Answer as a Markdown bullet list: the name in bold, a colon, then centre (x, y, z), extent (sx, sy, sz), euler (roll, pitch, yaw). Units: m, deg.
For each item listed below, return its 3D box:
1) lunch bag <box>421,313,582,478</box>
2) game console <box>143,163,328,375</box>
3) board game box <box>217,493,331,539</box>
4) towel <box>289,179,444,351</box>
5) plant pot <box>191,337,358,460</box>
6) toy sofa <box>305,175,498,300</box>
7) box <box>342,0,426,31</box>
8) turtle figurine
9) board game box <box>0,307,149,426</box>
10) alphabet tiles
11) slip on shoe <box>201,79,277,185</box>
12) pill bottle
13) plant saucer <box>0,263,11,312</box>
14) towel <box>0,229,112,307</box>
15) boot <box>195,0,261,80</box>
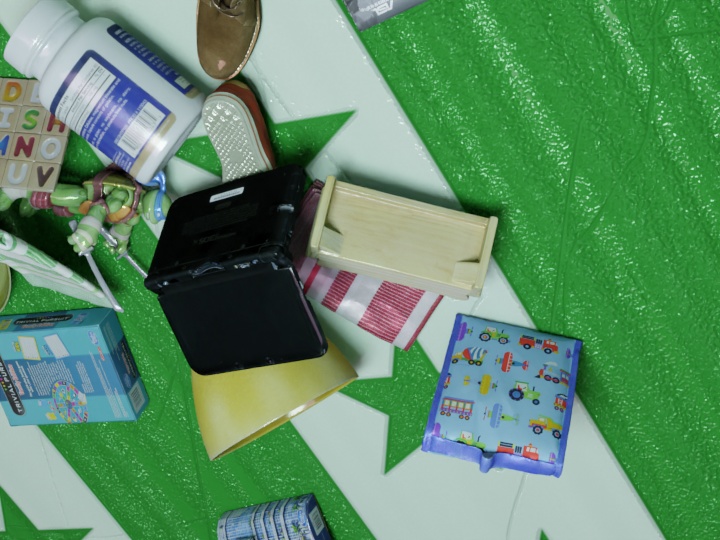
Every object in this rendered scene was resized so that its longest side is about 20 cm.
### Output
- **lunch bag**: centre (0.157, 0.150, 1.206), extent (0.149, 0.200, 0.095), euler (12, 122, 10)
- **game console**: centre (-0.124, 0.002, 1.183), extent (0.199, 0.177, 0.116), euler (-12, 142, 35)
- **board game box**: centre (-0.125, 0.428, 1.508), extent (0.199, 0.062, 0.201), euler (-18, 98, 24)
- **towel**: centre (0.000, 0.000, 1.271), extent (0.199, 0.023, 0.144), euler (30, 124, -3)
- **plant pot**: centre (-0.122, 0.113, 1.292), extent (0.200, 0.200, 0.143), euler (-34, 81, 30)
- **toy sofa**: centre (0.045, -0.033, 1.193), extent (0.198, 0.098, 0.083), euler (14, 80, 1)
- **box**: centre (0.051, -0.342, 1.038), extent (0.199, 0.050, 0.158), euler (-19, 113, 25)
- **turtle figurine**: centre (-0.321, -0.042, 1.268), extent (0.192, 0.144, 0.201), euler (15, 119, 12)
- **board game box**: centre (-0.398, 0.130, 1.447), extent (0.198, 0.047, 0.152), euler (-5, 118, 19)
- **alphabet tiles**: centre (-0.428, -0.144, 1.246), extent (0.198, 0.168, 0.008), euler (6, 163, 13)
- **slip on shoe**: centre (-0.123, -0.123, 1.213), extent (0.073, 0.061, 0.201), euler (1, 133, 18)
- **pill bottle**: centre (-0.275, -0.199, 1.175), extent (0.200, 0.120, 0.120), euler (39, 122, -8)
- **plant saucer**: centre (-0.536, -0.020, 1.409), extent (0.198, 0.031, 0.201), euler (7, 122, 12)
- **towel**: centre (-0.399, -0.010, 1.291), extent (0.152, 0.024, 0.200), euler (15, 164, 29)
- **boot**: centre (-0.137, -0.279, 1.115), extent (0.073, 0.076, 0.201), euler (21, 124, 1)
